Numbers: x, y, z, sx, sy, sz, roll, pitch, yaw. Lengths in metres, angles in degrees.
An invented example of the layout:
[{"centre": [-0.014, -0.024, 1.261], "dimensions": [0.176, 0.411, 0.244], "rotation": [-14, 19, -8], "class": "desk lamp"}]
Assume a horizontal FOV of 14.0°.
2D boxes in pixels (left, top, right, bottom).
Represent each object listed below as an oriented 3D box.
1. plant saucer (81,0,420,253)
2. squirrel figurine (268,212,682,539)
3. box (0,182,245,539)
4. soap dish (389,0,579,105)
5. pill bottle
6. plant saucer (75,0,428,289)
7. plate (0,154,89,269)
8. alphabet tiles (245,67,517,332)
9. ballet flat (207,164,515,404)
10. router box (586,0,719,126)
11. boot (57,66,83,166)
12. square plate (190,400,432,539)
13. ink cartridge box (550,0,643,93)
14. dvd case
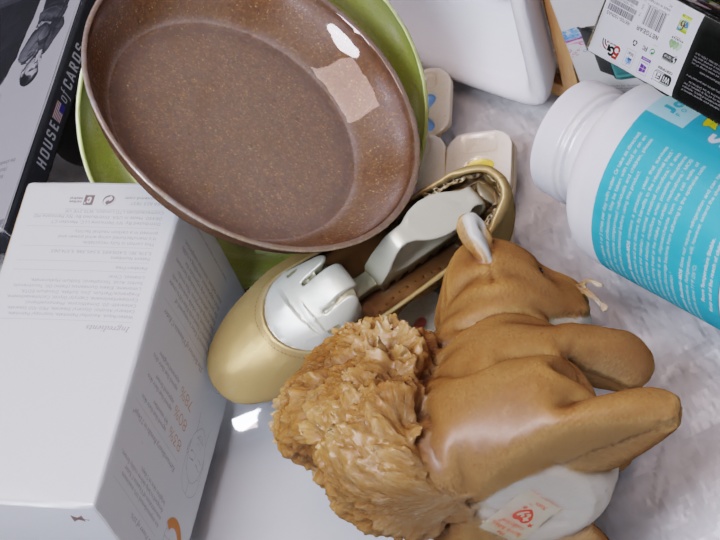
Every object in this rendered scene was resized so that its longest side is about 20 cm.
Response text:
[{"centre": [-0.064, -0.083, 1.588], "dimensions": [0.200, 0.037, 0.200], "rotation": [17, 48, -20], "class": "plant saucer"}, {"centre": [0.053, 0.057, 1.528], "dimensions": [0.200, 0.142, 0.187], "rotation": [-3, 45, -8], "class": "squirrel figurine"}, {"centre": [-0.141, 0.068, 1.579], "dimensions": [0.097, 0.124, 0.200], "rotation": [2, 57, 19], "class": "box"}, {"centre": [0.044, -0.191, 1.710], "dimensions": [0.200, 0.157, 0.081], "rotation": [21, 58, 31], "class": "soap dish"}, {"centre": [0.188, -0.033, 1.572], "dimensions": [0.200, 0.111, 0.111], "rotation": [30, 71, 33], "class": "pill bottle"}, {"centre": [-0.061, -0.089, 1.668], "dimensions": [0.200, 0.031, 0.200], "rotation": [0, 90, 0], "class": "plant saucer"}, {"centre": [-0.206, -0.011, 1.752], "dimensions": [0.199, 0.032, 0.200], "rotation": [3, 58, 21], "class": "plate"}, {"centre": [-0.008, -0.029, 1.691], "dimensions": [0.200, 0.015, 0.196], "rotation": [-5, 62, 17], "class": "alphabet tiles"}, {"centre": [0.000, 0.000, 1.597], "dimensions": [0.200, 0.063, 0.069], "rotation": [-35, 75, -18], "class": "ballet flat"}, {"centre": [0.238, -0.090, 1.520], "dimensions": [0.200, 0.149, 0.051], "rotation": [35, 110, 43], "class": "router box"}, {"centre": [-0.103, -0.143, 1.737], "dimensions": [0.200, 0.074, 0.075], "rotation": [-29, 40, 13], "class": "boot"}, {"centre": [-0.059, 0.148, 1.592], "dimensions": [0.200, 0.028, 0.198], "rotation": [-23, 52, 4], "class": "square plate"}, {"centre": [0.150, -0.178, 1.630], "dimensions": [0.067, 0.200, 0.116], "rotation": [-1, 56, 18], "class": "ink cartridge box"}, {"centre": [-0.230, -0.085, 1.744], "dimensions": [0.150, 0.025, 0.200], "rotation": [-15, 49, 39], "class": "dvd case"}]
